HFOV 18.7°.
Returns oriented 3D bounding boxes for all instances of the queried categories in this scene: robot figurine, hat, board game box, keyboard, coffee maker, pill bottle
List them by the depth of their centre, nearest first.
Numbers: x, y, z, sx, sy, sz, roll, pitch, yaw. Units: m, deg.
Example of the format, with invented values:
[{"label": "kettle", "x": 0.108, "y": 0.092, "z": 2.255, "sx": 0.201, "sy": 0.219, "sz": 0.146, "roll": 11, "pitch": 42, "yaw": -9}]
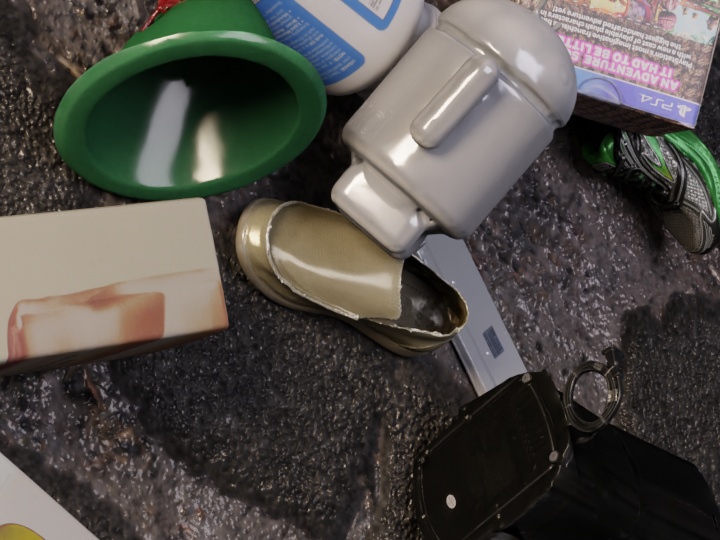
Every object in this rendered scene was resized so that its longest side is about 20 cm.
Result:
[{"label": "hat", "x": -0.108, "y": -0.168, "z": 1.415, "sx": 0.166, "sy": 0.199, "sz": 0.177, "roll": 50, "pitch": 25, "yaw": -54}, {"label": "robot figurine", "x": 0.067, "y": -0.102, "z": 1.471, "sx": 0.113, "sy": 0.170, "sz": 0.200, "roll": 41, "pitch": 88, "yaw": 3}, {"label": "pill bottle", "x": -0.027, "y": -0.190, "z": 1.510, "sx": 0.200, "sy": 0.112, "sz": 0.113, "roll": 36, "pitch": 58, "yaw": -33}, {"label": "coffee maker", "x": 0.169, "y": 0.164, "z": 1.554, "sx": 0.200, "sy": 0.192, "sz": 0.135, "roll": 28, "pitch": 54, "yaw": -37}, {"label": "keyboard", "x": 0.094, "y": 0.058, "z": 1.637, "sx": 0.056, "sy": 0.011, "sz": 0.201, "roll": -39, "pitch": 108, "yaw": -47}, {"label": "board game box", "x": 0.188, "y": -0.220, "z": 1.654, "sx": 0.159, "sy": 0.097, "sz": 0.201, "roll": 16, "pitch": 86, "yaw": -12}]

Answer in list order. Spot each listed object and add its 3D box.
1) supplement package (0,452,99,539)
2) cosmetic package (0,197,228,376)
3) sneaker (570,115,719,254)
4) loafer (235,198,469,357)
[{"label": "supplement package", "x": -0.210, "y": 0.222, "z": 1.209, "sx": 0.200, "sy": 0.150, "sz": 0.152, "roll": 46, "pitch": 53, "yaw": -25}, {"label": "cosmetic package", "x": -0.190, "y": 0.014, "z": 1.314, "sx": 0.199, "sy": 0.103, "sz": 0.088, "roll": -7, "pitch": 84, "yaw": -43}, {"label": "sneaker", "x": 0.219, "y": -0.090, "z": 1.755, "sx": 0.200, "sy": 0.078, "sz": 0.085, "roll": 51, "pitch": 57, "yaw": -11}, {"label": "loafer", "x": 0.000, "y": 0.000, "z": 1.519, "sx": 0.200, "sy": 0.068, "sz": 0.076, "roll": 25, "pitch": 64, "yaw": -37}]
